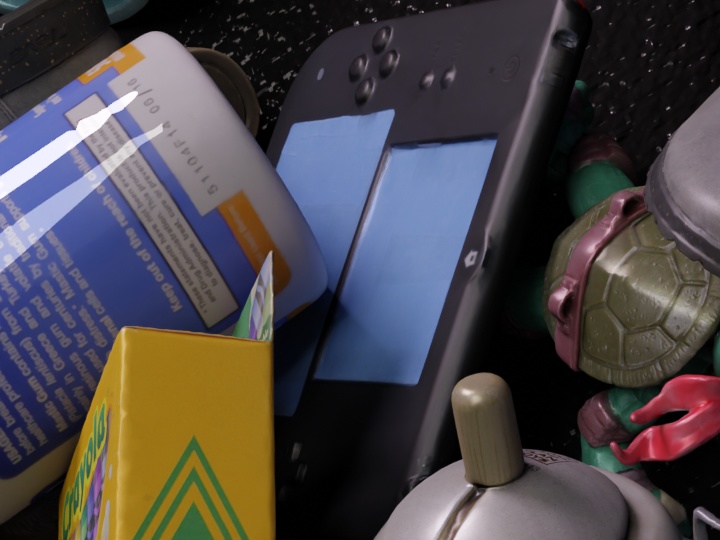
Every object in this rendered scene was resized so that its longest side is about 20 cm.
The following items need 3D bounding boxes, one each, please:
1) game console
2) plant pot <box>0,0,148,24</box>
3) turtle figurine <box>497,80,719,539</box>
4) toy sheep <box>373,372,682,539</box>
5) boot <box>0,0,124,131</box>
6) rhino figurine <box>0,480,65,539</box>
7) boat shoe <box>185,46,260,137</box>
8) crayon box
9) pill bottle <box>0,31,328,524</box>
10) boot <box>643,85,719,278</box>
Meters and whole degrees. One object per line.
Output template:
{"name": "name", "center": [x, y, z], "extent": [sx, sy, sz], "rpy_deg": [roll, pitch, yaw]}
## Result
{"name": "game console", "center": [0.000, 0.000, 0.847], "extent": [0.177, 0.031, 0.201], "rpy_deg": [-5, 64, 62]}
{"name": "plant pot", "center": [-0.137, -0.244, 1.026], "extent": [0.199, 0.200, 0.197], "rpy_deg": [7, 62, 35]}
{"name": "turtle figurine", "center": [0.103, 0.011, 0.787], "extent": [0.150, 0.101, 0.200], "rpy_deg": [-48, 42, -5]}
{"name": "toy sheep", "center": [0.048, 0.124, 0.712], "extent": [0.137, 0.201, 0.138], "rpy_deg": [-5, 28, 3]}
{"name": "boot", "center": [-0.150, -0.008, 0.881], "extent": [0.199, 0.131, 0.068], "rpy_deg": [-29, 12, -7]}
{"name": "rhino figurine", "center": [-0.158, 0.123, 0.841], "extent": [0.200, 0.060, 0.087], "rpy_deg": [-41, 26, -28]}
{"name": "boat shoe", "center": [-0.135, -0.029, 0.950], "extent": [0.199, 0.072, 0.068], "rpy_deg": [-21, 11, -12]}
{"name": "crayon box", "center": [-0.062, 0.108, 0.732], "extent": [0.051, 0.126, 0.201], "rpy_deg": [7, 59, -13]}
{"name": "pill bottle", "center": [-0.120, 0.017, 0.813], "extent": [0.199, 0.112, 0.112], "rpy_deg": [-34, 50, -7]}
{"name": "boot", "center": [0.154, -0.079, 0.728], "extent": [0.132, 0.069, 0.200], "rpy_deg": [-63, -2, 31]}
